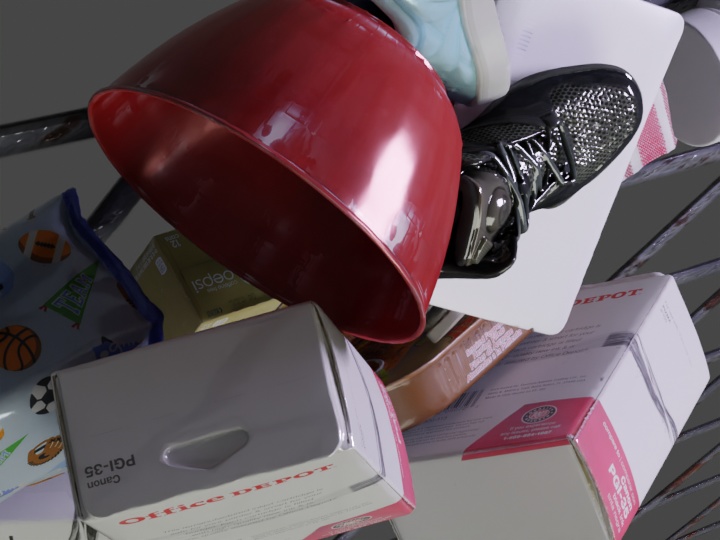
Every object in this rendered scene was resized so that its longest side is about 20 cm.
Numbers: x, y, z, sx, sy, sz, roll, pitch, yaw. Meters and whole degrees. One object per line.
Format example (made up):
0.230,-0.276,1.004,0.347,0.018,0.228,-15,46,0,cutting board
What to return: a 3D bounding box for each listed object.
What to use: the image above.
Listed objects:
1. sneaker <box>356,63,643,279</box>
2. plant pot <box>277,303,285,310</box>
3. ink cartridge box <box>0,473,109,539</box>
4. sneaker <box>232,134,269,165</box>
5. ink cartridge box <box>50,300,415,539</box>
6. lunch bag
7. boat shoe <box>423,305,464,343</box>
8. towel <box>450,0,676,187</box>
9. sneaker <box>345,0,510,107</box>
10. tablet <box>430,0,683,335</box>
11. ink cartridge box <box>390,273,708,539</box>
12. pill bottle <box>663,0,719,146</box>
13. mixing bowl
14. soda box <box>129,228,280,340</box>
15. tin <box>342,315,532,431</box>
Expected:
0.082,-0.048,1.499,0.199,0.077,0.114,-22,-159,-19,sneaker
0.000,0.000,1.740,0.200,0.027,0.200,-46,174,-6,plant pot
-0.172,0.153,1.713,0.199,0.085,0.146,-2,147,0,ink cartridge box
-0.039,-0.039,1.556,0.078,0.089,0.200,-29,161,-5,sneaker
-0.062,0.092,1.457,0.146,0.083,0.200,-15,163,6,ink cartridge box
-0.202,0.068,1.531,0.169,0.124,0.200,-28,156,-15,lunch bag
0.074,-0.029,1.734,0.067,0.057,0.200,-44,-177,40,boat shoe
0.081,-0.087,1.585,0.199,0.030,0.147,-30,123,-16,towel
0.026,-0.134,1.443,0.082,0.074,0.200,-23,155,-1,sneaker
0.101,-0.067,1.579,0.130,0.014,0.201,14,103,-34,tablet
0.116,0.093,1.736,0.146,0.083,0.200,-11,-157,31,ink cartridge box
0.279,-0.145,1.768,0.199,0.112,0.112,-21,161,-31,pill bottle
-0.024,-0.065,1.384,0.109,0.200,0.200,-55,170,-17,mixing bowl
-0.122,0.047,1.709,0.067,0.064,0.200,-19,159,-36,soda box
0.043,0.044,1.744,0.112,0.042,0.200,-8,-156,48,tin
